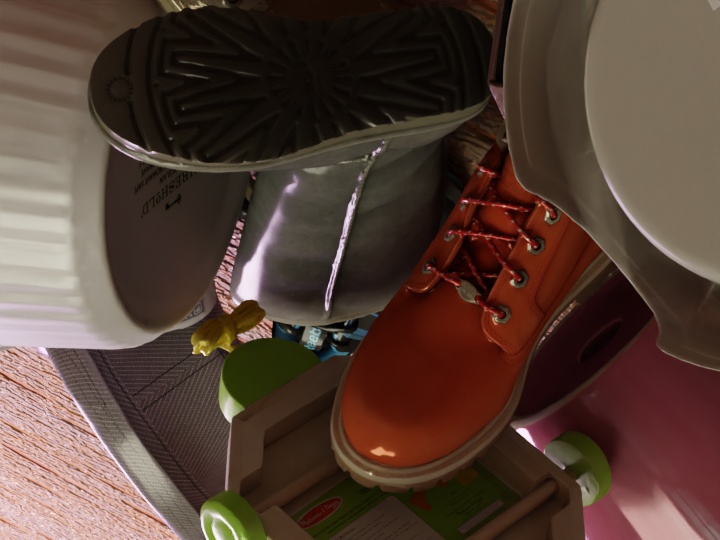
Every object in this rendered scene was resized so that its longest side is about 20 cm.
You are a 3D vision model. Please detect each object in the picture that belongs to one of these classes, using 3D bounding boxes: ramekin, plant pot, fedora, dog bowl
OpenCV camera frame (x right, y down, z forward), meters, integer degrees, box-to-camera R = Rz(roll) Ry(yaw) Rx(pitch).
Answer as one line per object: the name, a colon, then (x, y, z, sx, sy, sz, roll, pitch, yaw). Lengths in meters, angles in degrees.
ramekin: (-0.118, -0.058, 1.121, 0.094, 0.203, 0.203, 11, 153, 20)
plant pot: (0.168, 0.089, 1.180, 0.179, 0.200, 0.200, 46, 153, -10)
fedora: (-0.095, 0.060, 1.347, 0.177, 0.090, 0.200, 55, 178, 10)
dog bowl: (0.148, -0.065, 0.867, 0.199, 0.202, 0.059, 10, -175, 31)

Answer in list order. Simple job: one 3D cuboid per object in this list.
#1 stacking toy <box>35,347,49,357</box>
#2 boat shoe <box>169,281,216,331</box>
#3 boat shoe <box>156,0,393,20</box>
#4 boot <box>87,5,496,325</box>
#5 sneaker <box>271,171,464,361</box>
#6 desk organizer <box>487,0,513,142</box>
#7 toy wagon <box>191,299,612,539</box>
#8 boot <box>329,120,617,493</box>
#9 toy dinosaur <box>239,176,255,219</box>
stacking toy: (-0.208, -0.027, 1.445, 0.200, 0.086, 0.085, 41, 153, -16)
boat shoe: (-0.122, -0.031, 1.302, 0.200, 0.068, 0.057, 42, 150, 59)
boat shoe: (-0.054, -0.138, 1.047, 0.199, 0.072, 0.064, 30, 146, -30)
boot: (-0.036, -0.039, 1.091, 0.180, 0.073, 0.200, -1, 161, -14)
sneaker: (0.000, 0.000, 1.272, 0.073, 0.082, 0.200, 25, 156, 1)
desk organizer: (0.141, -0.087, 0.964, 0.199, 0.072, 0.077, 10, 150, 31)
toy wagon: (0.004, 0.086, 1.098, 0.200, 0.155, 0.040, 39, 140, 28)
boot: (0.051, -0.001, 1.081, 0.075, 0.200, 0.108, 28, 151, 17)
toy dinosaur: (-0.074, -0.053, 1.281, 0.088, 0.048, 0.200, 26, 166, 49)
